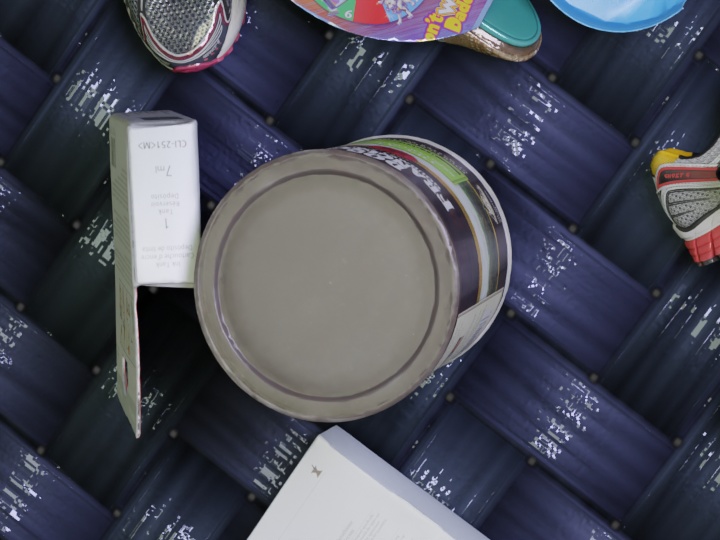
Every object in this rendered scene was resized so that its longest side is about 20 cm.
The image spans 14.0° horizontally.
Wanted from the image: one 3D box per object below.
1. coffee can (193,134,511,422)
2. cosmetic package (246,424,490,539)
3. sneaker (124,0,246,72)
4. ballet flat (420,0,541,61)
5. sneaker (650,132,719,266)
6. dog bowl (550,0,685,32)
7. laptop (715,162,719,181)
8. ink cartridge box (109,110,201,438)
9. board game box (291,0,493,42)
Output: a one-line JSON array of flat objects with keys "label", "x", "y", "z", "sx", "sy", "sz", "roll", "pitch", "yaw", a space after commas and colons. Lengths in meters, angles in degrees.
[{"label": "coffee can", "x": 0.000, "y": 0.000, "z": 1.659, "sx": 0.146, "sy": 0.200, "sz": 0.147, "roll": 1, "pitch": 95, "yaw": 11}, {"label": "cosmetic package", "x": -0.015, "y": 0.218, "z": 1.761, "sx": 0.151, "sy": 0.052, "sz": 0.200, "roll": 36, "pitch": 102, "yaw": 6}, {"label": "sneaker", "x": -0.122, "y": -0.216, "z": 1.738, "sx": 0.080, "sy": 0.075, "sz": 0.201, "roll": -10, "pitch": 93, "yaw": 14}, {"label": "ballet flat", "x": 0.023, "y": -0.185, "z": 1.719, "sx": 0.200, "sy": 0.070, "sz": 0.065, "roll": 48, "pitch": 131, "yaw": 8}, {"label": "sneaker", "x": 0.249, "y": -0.089, "z": 1.656, "sx": 0.200, "sy": 0.078, "sz": 0.082, "roll": -38, "pitch": 84, "yaw": 14}, {"label": "dog bowl", "x": 0.188, "y": -0.216, "z": 1.666, "sx": 0.200, "sy": 0.050, "sz": 0.112, "roll": -30, "pitch": 93, "yaw": 11}, {"label": "laptop", "x": 0.332, "y": -0.025, "z": 1.617, "sx": 0.187, "sy": 0.200, "sz": 0.116, "roll": -39, "pitch": 43, "yaw": -1}, {"label": "ink cartridge box", "x": -0.118, "y": -0.003, "z": 1.691, "sx": 0.043, "sy": 0.200, "sz": 0.174, "roll": -3, "pitch": 95, "yaw": -7}, {"label": "board game box", "x": 0.027, "y": -0.230, "z": 1.670, "sx": 0.158, "sy": 0.039, "sz": 0.200, "roll": 28, "pitch": 73, "yaw": 1}]
